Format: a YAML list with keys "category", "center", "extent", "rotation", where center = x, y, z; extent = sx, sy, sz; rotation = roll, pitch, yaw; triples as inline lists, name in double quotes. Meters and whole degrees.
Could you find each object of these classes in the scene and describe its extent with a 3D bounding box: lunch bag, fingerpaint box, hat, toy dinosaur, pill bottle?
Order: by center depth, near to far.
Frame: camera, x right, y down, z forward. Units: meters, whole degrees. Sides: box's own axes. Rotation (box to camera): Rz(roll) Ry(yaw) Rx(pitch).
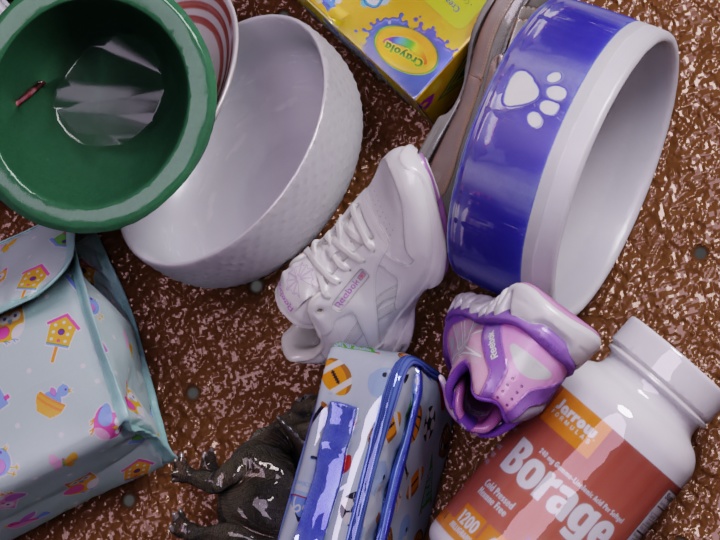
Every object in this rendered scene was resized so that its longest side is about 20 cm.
- category: "pill bottle"
  center: [0.146, 0.133, 1.530]
  extent: [0.112, 0.112, 0.200]
  rotation: [40, 91, 17]
- category: "lunch bag"
  center: [-0.001, 0.152, 1.537]
  extent: [0.075, 0.160, 0.202]
  rotation: [11, 82, 16]
- category: "toy dinosaur"
  center: [-0.075, 0.173, 1.596]
  extent: [0.102, 0.077, 0.202]
  rotation: [6, 78, 22]
- category: "hat"
  center: [-0.175, -0.124, 1.623]
  extent: [0.165, 0.176, 0.201]
  rotation: [36, 90, -3]
- category: "lunch bag"
  center: [-0.241, 0.068, 1.635]
  extent: [0.169, 0.122, 0.201]
  rotation: [-25, 65, 9]
- category: "fingerpaint box"
  center: [0.032, -0.233, 1.647]
  extent: [0.200, 0.073, 0.167]
  rotation: [43, 91, 17]

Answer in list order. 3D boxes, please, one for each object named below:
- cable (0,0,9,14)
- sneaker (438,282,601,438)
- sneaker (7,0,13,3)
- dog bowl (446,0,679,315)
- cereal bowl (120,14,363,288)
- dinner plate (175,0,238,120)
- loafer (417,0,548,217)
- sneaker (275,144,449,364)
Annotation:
- category: "cable"
  center: [-0.318, -0.139, 1.655]
  extent: [0.199, 0.200, 0.069]
  rotation: [-13, 38, 38]
- category: "sneaker"
  center: [0.084, 0.066, 1.513]
  extent: [0.080, 0.200, 0.089]
  rotation: [34, 78, -6]
- category: "sneaker"
  center: [-0.273, -0.201, 1.700]
  extent: [0.199, 0.089, 0.079]
  rotation: [26, 84, 29]
- category: "dog bowl"
  center: [0.134, -0.074, 1.526]
  extent: [0.078, 0.200, 0.201]
  rotation: [23, 85, 18]
- category: "cereal bowl"
  center: [-0.072, -0.073, 1.616]
  extent: [0.199, 0.083, 0.201]
  rotation: [-26, 48, 32]
- category: "dinner plate"
  center: [-0.152, -0.113, 1.645]
  extent: [0.199, 0.024, 0.201]
  rotation: [-27, 46, 32]
- category: "loafer"
  center: [0.102, -0.118, 1.587]
  extent: [0.063, 0.072, 0.201]
  rotation: [43, 114, 43]
- category: "sneaker"
  center: [0.000, 0.000, 1.544]
  extent: [0.099, 0.201, 0.075]
  rotation: [-6, 50, -21]
